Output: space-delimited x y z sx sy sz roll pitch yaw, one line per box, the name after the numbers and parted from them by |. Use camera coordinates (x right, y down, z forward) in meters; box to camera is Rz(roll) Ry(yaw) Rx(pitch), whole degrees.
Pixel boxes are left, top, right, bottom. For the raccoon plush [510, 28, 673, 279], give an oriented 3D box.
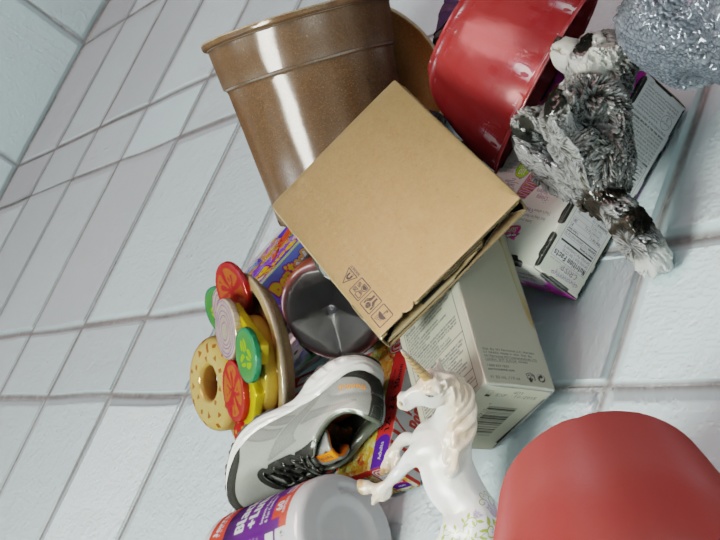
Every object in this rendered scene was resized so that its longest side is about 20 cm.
0.215 -0.105 1.051 0.134 0.200 0.097 -39 9 -20 | raccoon plush

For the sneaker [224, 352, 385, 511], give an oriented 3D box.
-0.053 0.161 1.165 0.200 0.074 0.079 -44 34 22 | sneaker

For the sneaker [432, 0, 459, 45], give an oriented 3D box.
0.141 -0.261 1.434 0.088 0.075 0.200 -69 22 8 | sneaker

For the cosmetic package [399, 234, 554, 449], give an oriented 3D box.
0.086 0.041 1.089 0.105 0.071 0.201 -51 40 44 | cosmetic package

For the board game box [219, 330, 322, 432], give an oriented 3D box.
-0.078 0.064 1.416 0.200 0.026 0.200 -38 18 33 | board game box

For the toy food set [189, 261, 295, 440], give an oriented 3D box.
-0.119 0.095 1.274 0.200 0.048 0.199 -132 44 -53 | toy food set

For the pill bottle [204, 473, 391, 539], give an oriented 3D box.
-0.075 0.261 1.147 0.200 0.111 0.112 -30 37 41 | pill bottle

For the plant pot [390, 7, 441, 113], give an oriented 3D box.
-0.022 -0.184 1.506 0.200 0.186 0.187 131 159 -56 | plant pot

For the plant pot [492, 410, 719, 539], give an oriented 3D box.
0.163 0.191 0.769 0.200 0.200 0.178 -45 19 20 | plant pot

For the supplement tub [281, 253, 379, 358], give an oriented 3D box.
0.000 0.000 1.275 0.107 0.107 0.200 -40 7 29 | supplement tub

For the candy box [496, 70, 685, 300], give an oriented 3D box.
0.186 -0.082 1.150 0.200 0.061 0.136 -58 27 -5 | candy box

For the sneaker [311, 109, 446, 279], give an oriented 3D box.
0.028 -0.059 1.185 0.074 0.087 0.200 19 57 34 | sneaker

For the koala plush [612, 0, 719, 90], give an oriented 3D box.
0.305 -0.174 0.933 0.183 0.177 0.200 -33 47 4 | koala plush

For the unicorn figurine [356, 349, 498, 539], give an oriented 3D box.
0.060 0.161 1.007 0.137 0.200 0.074 -36 -2 35 | unicorn figurine

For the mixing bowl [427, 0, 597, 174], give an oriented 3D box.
0.133 -0.203 1.214 0.201 0.108 0.200 -59 -8 -13 | mixing bowl

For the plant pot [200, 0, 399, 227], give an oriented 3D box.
-0.036 -0.158 1.286 0.199 0.199 0.200 -17 6 2 | plant pot

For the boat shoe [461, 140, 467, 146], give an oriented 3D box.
0.064 -0.104 1.388 0.072 0.072 0.200 -35 8 -29 | boat shoe

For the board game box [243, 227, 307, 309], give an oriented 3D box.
-0.080 -0.010 1.466 0.200 0.045 0.134 -49 15 -5 | board game box

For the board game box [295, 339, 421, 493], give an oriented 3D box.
-0.010 0.153 1.231 0.200 0.046 0.152 -28 38 44 | board game box

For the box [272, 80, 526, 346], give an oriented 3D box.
0.028 -0.055 1.093 0.163 0.021 0.200 -45 49 5 | box
